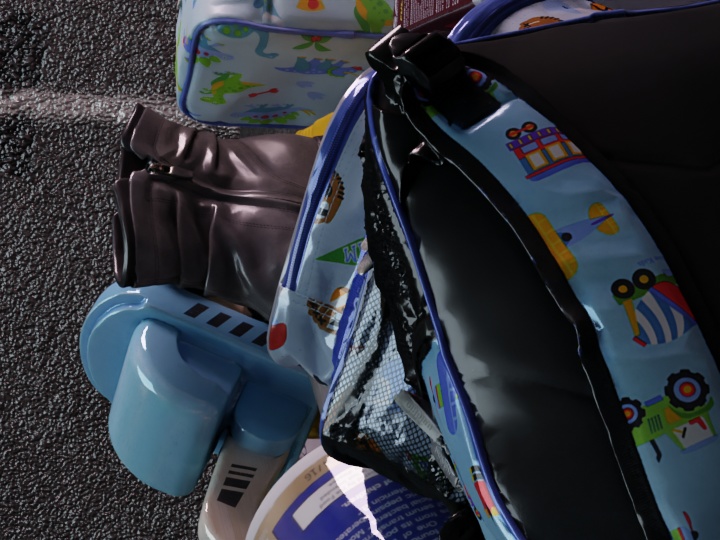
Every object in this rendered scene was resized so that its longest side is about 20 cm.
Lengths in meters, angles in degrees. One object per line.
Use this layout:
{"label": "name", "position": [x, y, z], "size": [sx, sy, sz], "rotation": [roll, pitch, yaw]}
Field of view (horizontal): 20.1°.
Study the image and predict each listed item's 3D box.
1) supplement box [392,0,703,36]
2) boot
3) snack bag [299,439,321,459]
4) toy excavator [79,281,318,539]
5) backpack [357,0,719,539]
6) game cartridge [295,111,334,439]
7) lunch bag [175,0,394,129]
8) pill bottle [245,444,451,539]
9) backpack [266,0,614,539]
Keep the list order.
{"label": "supplement box", "position": [0.084, -0.136, 0.913], "size": [0.200, 0.109, 0.061], "rotation": [-171, 83, -80]}
{"label": "boot", "position": [-0.057, 0.009, 0.990], "size": [0.070, 0.131, 0.200], "rotation": [114, 152, -43]}
{"label": "snack bag", "position": [-0.060, 0.025, 1.209], "size": [0.021, 0.188, 0.200], "rotation": [-35, 44, 39]}
{"label": "toy excavator", "position": [-0.066, 0.090, 1.022], "size": [0.200, 0.194, 0.100], "rotation": [-64, -3, -48]}
{"label": "backpack", "position": [0.101, 0.027, 0.578], "size": [0.135, 0.182, 0.200], "rotation": [91, 165, -57]}
{"label": "game cartridge", "position": [0.000, 0.000, 1.068], "size": [0.200, 0.032, 0.177], "rotation": [165, 107, -68]}
{"label": "lunch bag", "position": [-0.014, -0.141, 1.241], "size": [0.161, 0.200, 0.083], "rotation": [114, 158, -68]}
{"label": "pill bottle", "position": [0.040, 0.151, 0.767], "size": [0.200, 0.115, 0.116], "rotation": [-135, 46, -56]}
{"label": "backpack", "position": [0.067, -0.012, 0.776], "size": [0.200, 0.154, 0.191], "rotation": [-14, -49, -64]}
